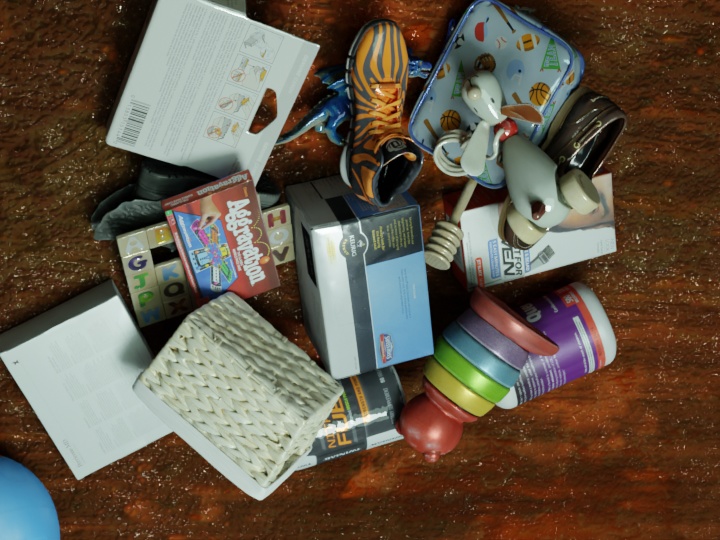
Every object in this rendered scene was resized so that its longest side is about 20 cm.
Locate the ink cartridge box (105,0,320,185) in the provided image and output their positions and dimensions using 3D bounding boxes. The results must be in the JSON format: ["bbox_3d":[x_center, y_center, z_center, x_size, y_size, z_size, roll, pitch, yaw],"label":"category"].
[{"bbox_3d":[-0.161,-0.199,1.524,0.175,0.045,0.201,17,124,-18],"label":"ink cartridge box"}]

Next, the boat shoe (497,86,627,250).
[{"bbox_3d":[0.225,-0.105,1.586,0.070,0.070,0.201,6,117,-49],"label":"boat shoe"}]

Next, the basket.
[{"bbox_3d":[-0.133,0.136,1.614,0.200,0.135,0.124,40,115,8],"label":"basket"}]

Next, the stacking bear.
[{"bbox_3d":[0.122,0.131,1.685,0.201,0.121,0.114,-54,152,6],"label":"stacking bear"}]

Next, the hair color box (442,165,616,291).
[{"bbox_3d":[0.208,-0.057,1.738,0.198,0.064,0.112,-16,118,-11],"label":"hair color box"}]

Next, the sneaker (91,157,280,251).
[{"bbox_3d":[-0.197,-0.068,1.606,0.198,0.060,0.105,8,121,-25],"label":"sneaker"}]

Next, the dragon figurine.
[{"bbox_3d":[-0.017,-0.199,1.596,0.198,0.059,0.100,-11,116,-18],"label":"dragon figurine"}]

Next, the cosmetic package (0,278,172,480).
[{"bbox_3d":[-0.313,0.130,1.668,0.150,0.052,0.201,-27,120,-6],"label":"cosmetic package"}]

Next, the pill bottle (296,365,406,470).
[{"bbox_3d":[-0.047,0.182,1.748,0.198,0.106,0.107,-16,119,-10],"label":"pill bottle"}]

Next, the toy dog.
[{"bbox_3d":[0.163,-0.116,1.521,0.200,0.096,0.132,38,110,12],"label":"toy dog"}]

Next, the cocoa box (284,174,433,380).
[{"bbox_3d":[0.000,0.000,1.657,0.130,0.134,0.202,-13,119,-12],"label":"cocoa box"}]

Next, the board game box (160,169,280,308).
[{"bbox_3d":[-0.154,-0.028,1.600,0.102,0.020,0.201,-22,145,-8],"label":"board game box"}]

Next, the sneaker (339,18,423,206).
[{"bbox_3d":[0.033,-0.164,1.532,0.077,0.112,0.202,-6,115,-21],"label":"sneaker"}]

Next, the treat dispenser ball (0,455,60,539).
[{"bbox_3d":[-0.445,0.309,1.626,0.199,0.201,0.203,-7,117,-14],"label":"treat dispenser ball"}]

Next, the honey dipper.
[{"bbox_3d":[0.127,-0.094,1.664,0.038,0.038,0.201,39,67,-30],"label":"honey dipper"}]

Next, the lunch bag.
[{"bbox_3d":[0.151,-0.205,1.610,0.160,0.075,0.201,34,104,17],"label":"lunch bag"}]

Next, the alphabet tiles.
[{"bbox_3d":[-0.172,-0.015,1.627,0.198,0.008,0.168,-18,144,-11],"label":"alphabet tiles"}]

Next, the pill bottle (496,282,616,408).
[{"bbox_3d":[0.214,0.101,1.789,0.199,0.113,0.113,-24,120,-6],"label":"pill bottle"}]
